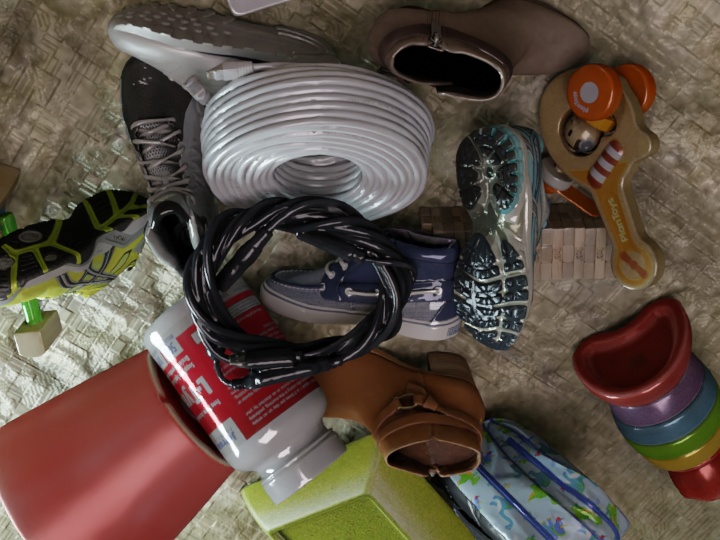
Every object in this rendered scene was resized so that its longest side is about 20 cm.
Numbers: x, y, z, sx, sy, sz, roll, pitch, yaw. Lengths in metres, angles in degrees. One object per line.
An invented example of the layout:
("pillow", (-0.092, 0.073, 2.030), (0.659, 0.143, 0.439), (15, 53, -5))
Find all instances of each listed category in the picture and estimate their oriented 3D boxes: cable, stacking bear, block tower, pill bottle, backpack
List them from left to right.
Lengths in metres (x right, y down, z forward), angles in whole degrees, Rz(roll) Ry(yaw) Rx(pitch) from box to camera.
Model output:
("pill bottle", (-0.103, 0.111, 1.094), (0.112, 0.112, 0.201), (-38, 85, 18))
("cable", (-0.049, 0.013, 1.015), (0.198, 0.051, 0.165), (-13, 106, -2))
("cable", (-0.036, -0.102, 0.993), (0.197, 0.070, 0.200), (-4, 156, 8))
("block tower", (0.155, -0.026, 1.098), (0.197, 0.054, 0.058), (-3, 119, 1))
("backpack", (0.167, 0.236, 1.153), (0.153, 0.200, 0.164), (-33, 113, 6))
("stacking bear", (0.314, 0.148, 1.165), (0.121, 0.114, 0.200), (-30, 119, 15))

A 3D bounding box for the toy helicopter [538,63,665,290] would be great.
("toy helicopter", (0.207, -0.077, 1.028), (0.132, 0.078, 0.202), (-24, 82, 42))

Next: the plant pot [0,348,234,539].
("plant pot", (-0.225, 0.181, 1.137), (0.177, 0.201, 0.201), (-37, 112, 9))

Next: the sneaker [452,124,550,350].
("sneaker", (0.135, -0.029, 1.024), (0.077, 0.086, 0.202), (15, 113, 37))

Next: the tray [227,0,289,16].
("tray", (-0.030, -0.291, 0.975), (0.198, 0.022, 0.108), (-15, 116, 7))

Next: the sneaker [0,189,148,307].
("sneaker", (-0.254, -0.004, 1.032), (0.075, 0.199, 0.077), (25, 123, 26))

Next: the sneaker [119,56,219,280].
("sneaker", (-0.163, -0.086, 1.014), (0.074, 0.116, 0.202), (-15, 104, 3))

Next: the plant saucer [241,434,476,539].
("plant saucer", (-0.001, 0.281, 1.234), (0.199, 0.048, 0.200), (-27, 116, 29))

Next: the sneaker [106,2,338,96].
("sneaker", (-0.121, -0.172, 1.008), (0.198, 0.077, 0.081), (13, 125, -9))

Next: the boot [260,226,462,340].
("boot", (0.000, 0.000, 1.085), (0.198, 0.073, 0.091), (8, 114, 17))

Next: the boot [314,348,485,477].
("boot", (0.021, 0.139, 1.126), (0.198, 0.155, 0.074), (-7, 118, 3))

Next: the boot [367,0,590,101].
("boot", (0.103, -0.176, 0.966), (0.197, 0.147, 0.071), (4, 116, -3))

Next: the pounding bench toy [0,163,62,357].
("pounding bench toy", (-0.355, -0.021, 1.056), (0.198, 0.125, 0.157), (16, 116, -9))
